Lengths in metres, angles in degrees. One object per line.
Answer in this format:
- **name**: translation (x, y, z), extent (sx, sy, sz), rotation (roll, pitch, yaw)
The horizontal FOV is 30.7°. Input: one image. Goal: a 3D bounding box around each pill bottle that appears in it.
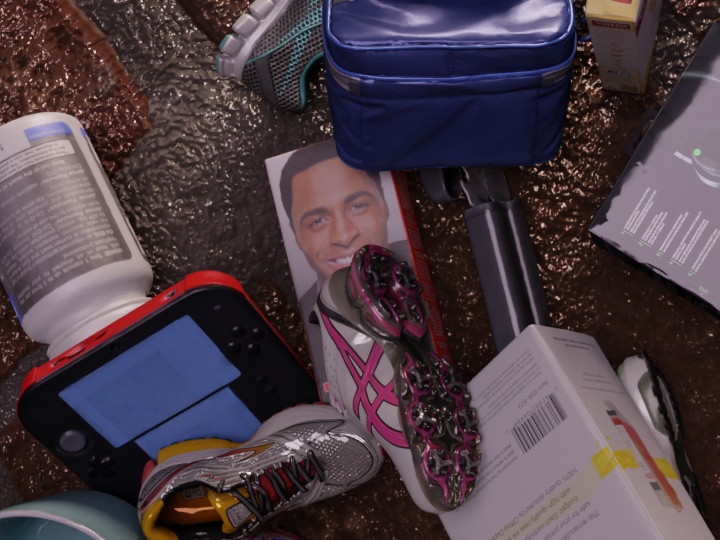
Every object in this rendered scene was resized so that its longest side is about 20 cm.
- **pill bottle**: translation (-0.235, -0.013, 1.051), extent (0.113, 0.114, 0.202), rotation (-30, 78, 9)

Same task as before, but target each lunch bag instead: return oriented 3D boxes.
- **lunch bag**: translation (0.070, -0.165, 0.947), extent (0.197, 0.133, 0.137), rotation (-3, 49, 3)

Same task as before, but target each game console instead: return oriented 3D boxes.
- **game console**: translation (-0.141, 0.102, 1.002), extent (0.198, 0.178, 0.031), rotation (-30, 34, 10)

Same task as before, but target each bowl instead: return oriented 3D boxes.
- **bowl**: translation (-0.215, 0.252, 1.007), extent (0.198, 0.105, 0.204), rotation (5, 109, 13)

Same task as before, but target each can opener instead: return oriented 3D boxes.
- **can opener**: translation (0.093, -0.030, 1.012), extent (0.066, 0.053, 0.203), rotation (-21, 79, 44)

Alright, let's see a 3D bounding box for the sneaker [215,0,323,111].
- **sneaker**: translation (-0.024, -0.212, 1.049), extent (0.091, 0.078, 0.200), rotation (40, 99, -1)

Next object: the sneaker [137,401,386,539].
- **sneaker**: translation (-0.073, 0.162, 0.974), extent (0.197, 0.082, 0.079), rotation (-19, 112, 11)

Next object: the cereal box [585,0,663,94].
- **cereal box**: translation (0.193, -0.217, 0.918), extent (0.039, 0.200, 0.146), rotation (11, 88, 14)

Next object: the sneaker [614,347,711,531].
- **sneaker**: translation (0.199, 0.164, 0.955), extent (0.088, 0.077, 0.203), rotation (-17, 75, 25)

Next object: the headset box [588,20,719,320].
- **headset box**: translation (0.280, -0.052, 0.935), extent (0.199, 0.093, 0.176), rotation (32, 93, 15)

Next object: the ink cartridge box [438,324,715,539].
- **ink cartridge box**: translation (0.139, 0.163, 0.905), extent (0.145, 0.083, 0.201), rotation (-45, 55, 27)

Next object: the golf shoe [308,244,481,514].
- **golf shoe**: translation (0.022, 0.086, 0.926), extent (0.092, 0.072, 0.202), rotation (-43, 52, 34)

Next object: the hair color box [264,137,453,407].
- **hair color box**: translation (0.000, 0.000, 1.017), extent (0.100, 0.061, 0.203), rotation (-17, 80, 13)

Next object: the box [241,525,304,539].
- **box**: translation (-0.075, 0.307, 0.985), extent (0.094, 0.103, 0.202), rotation (22, 91, 13)
